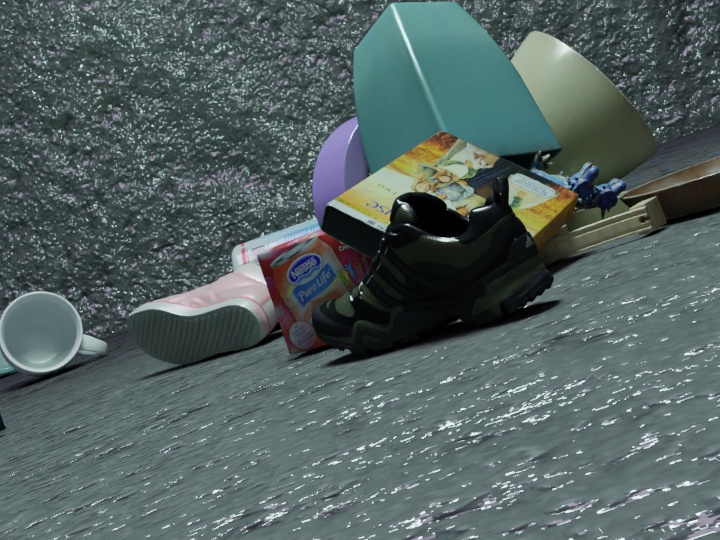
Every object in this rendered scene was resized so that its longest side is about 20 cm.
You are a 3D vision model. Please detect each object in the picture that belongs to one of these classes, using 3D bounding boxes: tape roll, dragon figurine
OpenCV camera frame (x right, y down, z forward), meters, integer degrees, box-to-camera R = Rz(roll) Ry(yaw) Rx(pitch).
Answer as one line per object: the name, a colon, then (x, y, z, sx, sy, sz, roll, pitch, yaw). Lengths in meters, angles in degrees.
tape roll: (0.047, -0.084, 1.255, 0.200, 0.201, 0.066, -21, 4, -35)
dragon figurine: (0.158, -0.050, 1.087, 0.200, 0.059, 0.100, -35, 23, 22)

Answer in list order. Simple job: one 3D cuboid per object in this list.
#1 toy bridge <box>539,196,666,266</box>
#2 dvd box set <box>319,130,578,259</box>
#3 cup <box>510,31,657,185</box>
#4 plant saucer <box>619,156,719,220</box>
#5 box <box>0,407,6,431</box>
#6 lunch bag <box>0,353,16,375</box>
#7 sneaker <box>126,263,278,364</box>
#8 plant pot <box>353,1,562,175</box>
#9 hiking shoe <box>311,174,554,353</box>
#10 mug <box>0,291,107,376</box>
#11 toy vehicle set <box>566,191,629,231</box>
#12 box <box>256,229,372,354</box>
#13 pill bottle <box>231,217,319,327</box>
toy bridge: (0.168, -0.021, 1.013, 0.199, 0.027, 0.067, -16, 5, 36)
dvd box set: (0.079, -0.049, 0.944, 0.146, 0.030, 0.200, 28, 36, 20)
cup: (0.219, -0.154, 1.307, 0.143, 0.200, 0.200, -46, 3, 1)
plant saucer: (0.339, -0.085, 1.034, 0.199, 0.035, 0.200, -21, 3, 1)
box: (-0.524, 0.160, 1.199, 0.196, 0.125, 0.200, -15, 6, 43)
lunch bag: (-0.884, 0.220, 2.872, 0.160, 0.077, 0.200, -23, 4, -31)
sneaker: (-0.165, 0.047, 1.284, 0.199, 0.076, 0.105, -8, 24, 33)
plant pot: (0.081, -0.170, 1.168, 0.141, 0.201, 0.141, -10, -19, -34)
hiking shoe: (0.040, -0.004, 0.808, 0.199, 0.101, 0.076, -17, 3, 36)
mug: (-0.571, 0.130, 2.103, 0.199, 0.148, 0.175, 11, -14, -16)
toy vehicle set: (0.226, -0.054, 1.239, 0.124, 0.027, 0.200, -19, 3, 2)
box: (0.000, 0.000, 1.033, 0.099, 0.096, 0.200, -17, 4, 22)
pill bottle: (-0.045, -0.008, 1.355, 0.199, 0.109, 0.109, -18, 3, 5)
